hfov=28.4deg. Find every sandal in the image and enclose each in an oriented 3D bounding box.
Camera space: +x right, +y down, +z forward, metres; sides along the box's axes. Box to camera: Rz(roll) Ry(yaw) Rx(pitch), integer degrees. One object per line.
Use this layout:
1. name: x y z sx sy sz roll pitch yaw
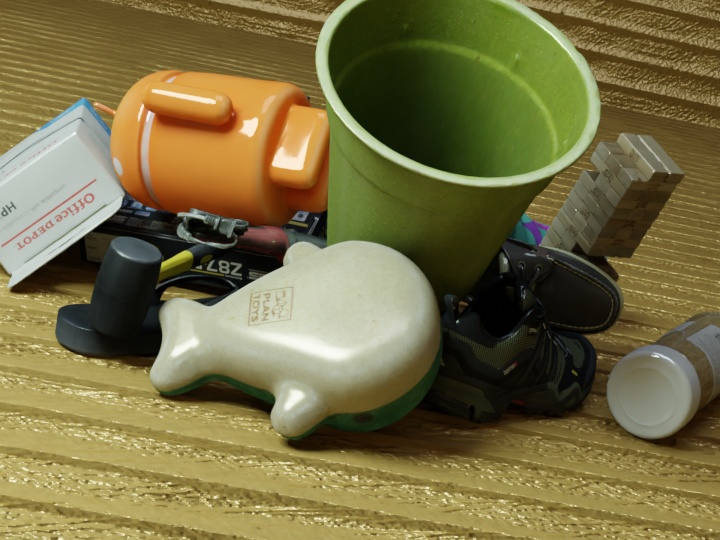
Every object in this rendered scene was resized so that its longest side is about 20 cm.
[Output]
1. sandal: -0.133 0.031 1.067 0.076 0.043 0.199 24 19 39

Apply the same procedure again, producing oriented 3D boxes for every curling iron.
1. curling iron: -0.059 -0.018 1.077 0.049 0.026 0.199 17 3 42

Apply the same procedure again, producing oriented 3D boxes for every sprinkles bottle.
1. sprinkles bottle: 0.261 0.082 1.152 0.068 0.069 0.199 19 16 25

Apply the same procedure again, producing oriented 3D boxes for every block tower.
1. block tower: 0.193 -0.021 1.207 0.054 0.201 0.058 2 39 -32

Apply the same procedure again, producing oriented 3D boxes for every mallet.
1. mallet: -0.129 -0.014 1.048 0.041 0.066 0.200 27 30 15

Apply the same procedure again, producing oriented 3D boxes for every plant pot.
1. plant pot: 0.050 -0.072 1.030 0.198 0.191 0.202 7 50 -8

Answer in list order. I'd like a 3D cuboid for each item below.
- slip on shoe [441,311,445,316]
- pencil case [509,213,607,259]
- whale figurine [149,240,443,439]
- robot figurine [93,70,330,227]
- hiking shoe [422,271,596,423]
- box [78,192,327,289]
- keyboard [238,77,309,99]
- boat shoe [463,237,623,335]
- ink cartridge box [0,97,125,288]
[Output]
1. slip on shoe: 0.004 0.037 1.107 0.060 0.077 0.199 13 5 36
2. pencil case: 0.142 -0.019 1.290 0.199 0.093 0.085 21 7 -45
3. whale figurine: -0.041 0.055 0.976 0.198 0.104 0.160 -7 50 8
4. robot figurine: -0.112 -0.096 1.131 0.198 0.118 0.144 10 16 20
5. hiking shoe: 0.125 0.054 1.079 0.075 0.102 0.199 24 19 35
6. box: -0.125 -0.051 1.243 0.198 0.050 0.162 9 37 11
7. keyboard: -0.062 -0.095 1.322 0.126 0.201 0.021 16 58 9
8. boat shoe: 0.116 0.007 1.159 0.199 0.072 0.066 21 13 7
9. ink cartridge box: -0.258 -0.068 1.176 0.068 0.116 0.200 54 3 -19
